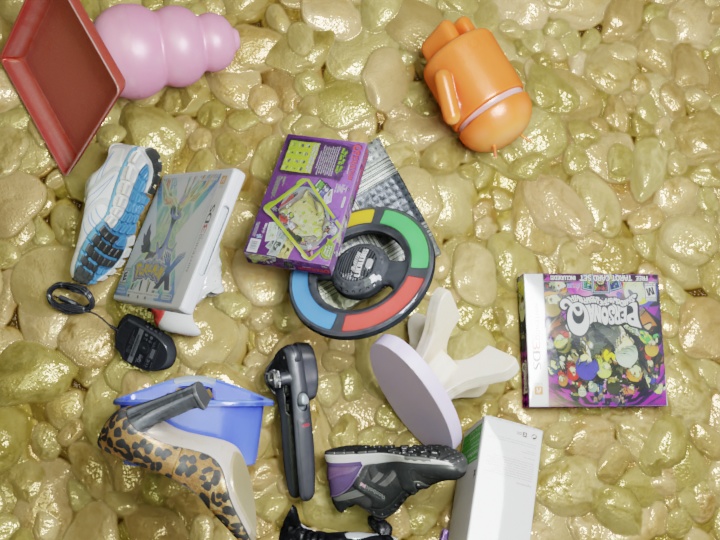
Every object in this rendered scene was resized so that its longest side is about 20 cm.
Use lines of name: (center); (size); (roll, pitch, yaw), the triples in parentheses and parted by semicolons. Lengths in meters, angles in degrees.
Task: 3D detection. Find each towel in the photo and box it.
towel: (-0.013, -0.057, 1.183); (0.198, 0.035, 0.195); (-29, 86, -12)

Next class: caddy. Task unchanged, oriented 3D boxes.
caddy: (-0.206, 0.184, 1.057); (0.196, 0.141, 0.107); (1, 82, -6)

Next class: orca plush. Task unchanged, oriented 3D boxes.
orca plush: (-0.006, 0.355, 1.076); (0.198, 0.071, 0.106); (33, 78, 2)

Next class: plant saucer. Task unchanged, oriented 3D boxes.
plant saucer: (-0.389, -0.262, 1.126); (0.036, 0.199, 0.202); (-22, 78, -46)

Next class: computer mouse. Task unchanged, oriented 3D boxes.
computer mouse: (-0.327, 0.070, 1.128); (0.198, 0.034, 0.059); (31, 107, 6)

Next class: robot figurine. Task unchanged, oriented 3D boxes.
robot figurine: (0.162, -0.252, 1.190); (0.116, 0.144, 0.202); (-32, 83, 12)

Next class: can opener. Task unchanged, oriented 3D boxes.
can opener: (-0.081, 0.194, 1.100); (0.077, 0.063, 0.204); (-1, 82, -27)

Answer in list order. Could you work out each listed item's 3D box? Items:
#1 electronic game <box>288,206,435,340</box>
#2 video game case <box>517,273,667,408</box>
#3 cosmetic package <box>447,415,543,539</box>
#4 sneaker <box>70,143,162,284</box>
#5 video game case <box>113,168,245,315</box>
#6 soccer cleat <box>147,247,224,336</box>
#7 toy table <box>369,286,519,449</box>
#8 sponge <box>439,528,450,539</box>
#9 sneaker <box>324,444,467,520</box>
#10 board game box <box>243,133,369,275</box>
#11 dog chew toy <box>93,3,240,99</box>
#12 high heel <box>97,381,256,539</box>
electronic game: (0.000, 0.000, 1.091); (0.196, 0.042, 0.203); (-11, 51, 14)
video game case: (0.318, 0.096, 1.176); (0.196, 0.036, 0.185); (1, 80, -5)
cosmetic package: (0.165, 0.299, 1.067); (0.083, 0.108, 0.203); (15, 64, -3)
sneaker: (-0.342, -0.079, 1.143); (0.086, 0.075, 0.203); (20, 80, 27)
video game case: (-0.234, -0.040, 1.084); (0.022, 0.198, 0.185); (28, 75, -36)
soccer cleat: (-0.211, -0.009, 1.137); (0.084, 0.069, 0.203); (25, 78, -12)
toy table: (0.099, 0.127, 1.090); (0.183, 0.202, 0.117); (31, 63, 35)
sponge: (0.182, 0.420, 1.102); (0.197, 0.030, 0.113); (19, 77, 0)
sneaker: (0.047, 0.267, 1.071); (0.197, 0.075, 0.089); (-7, 85, 33)
board game box: (-0.069, -0.092, 1.132); (0.118, 0.032, 0.203); (6, 59, 18)
dog chew toy: (-0.263, -0.304, 1.164); (0.196, 0.125, 0.127); (-11, 80, -15)
high heel: (-0.205, 0.236, 0.965); (0.140, 0.071, 0.203); (-21, 98, 12)
